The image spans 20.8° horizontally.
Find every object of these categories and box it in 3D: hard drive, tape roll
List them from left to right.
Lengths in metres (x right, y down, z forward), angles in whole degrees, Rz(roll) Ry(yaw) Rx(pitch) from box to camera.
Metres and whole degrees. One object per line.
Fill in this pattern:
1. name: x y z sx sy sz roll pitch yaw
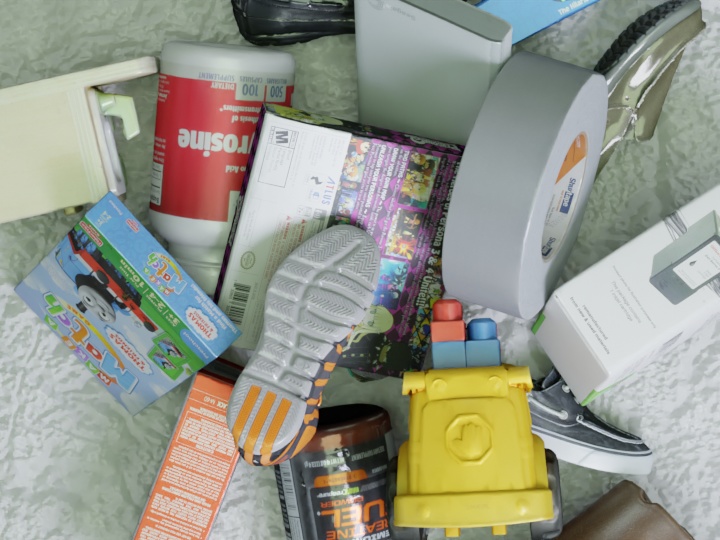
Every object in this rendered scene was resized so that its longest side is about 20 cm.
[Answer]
1. hard drive: 0.056 -0.147 1.564 0.131 0.200 0.026 27 60 19
2. tape roll: 0.130 -0.066 1.526 0.066 0.200 0.201 18 95 16

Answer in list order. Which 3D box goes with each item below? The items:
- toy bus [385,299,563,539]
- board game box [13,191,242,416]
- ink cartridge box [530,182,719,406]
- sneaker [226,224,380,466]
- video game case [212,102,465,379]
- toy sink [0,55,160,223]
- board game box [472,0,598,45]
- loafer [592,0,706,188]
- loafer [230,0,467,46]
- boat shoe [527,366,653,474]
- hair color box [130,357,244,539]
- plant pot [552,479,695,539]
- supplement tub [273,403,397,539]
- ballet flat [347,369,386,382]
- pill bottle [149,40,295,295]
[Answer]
1. toy bus: 0.087 0.121 1.562 0.135 0.200 0.193 -5 82 5
2. board game box: -0.193 0.032 1.590 0.151 0.200 0.037 47 60 -5
3. ink cartridge box: 0.249 0.014 1.594 0.199 0.146 0.084 -32 80 -10
4. sneaker: -0.048 0.062 1.541 0.077 0.112 0.201 28 75 8
5. video game case: -0.014 -0.020 1.567 0.180 0.036 0.201 11 110 -12
6. toy sink: -0.252 -0.099 1.603 0.199 0.130 0.113 -13 96 -1
7. board game box: 0.176 -0.235 1.586 0.199 0.152 0.045 -27 95 1
8. loafer: 0.223 -0.144 1.642 0.070 0.075 0.200 40 103 -10
9. loafer: -0.008 -0.233 1.617 0.199 0.068 0.071 -7 135 1
10. boat shoe: 0.160 0.116 1.666 0.199 0.072 0.068 20 97 4
11. hair color box: -0.142 0.179 1.642 0.064 0.111 0.201 22 96 -3
12. plant pot: 0.199 0.294 1.631 0.198 0.200 0.200 -41 95 -6
13. supplement tub: -0.011 0.219 1.651 0.106 0.107 0.201 -10 96 0
14. ballet flat: 0.000 0.000 1.631 0.072 0.072 0.201 -19 112 1
15. pill bottle: -0.116 -0.084 1.614 0.112 0.112 0.201 5 99 -2
